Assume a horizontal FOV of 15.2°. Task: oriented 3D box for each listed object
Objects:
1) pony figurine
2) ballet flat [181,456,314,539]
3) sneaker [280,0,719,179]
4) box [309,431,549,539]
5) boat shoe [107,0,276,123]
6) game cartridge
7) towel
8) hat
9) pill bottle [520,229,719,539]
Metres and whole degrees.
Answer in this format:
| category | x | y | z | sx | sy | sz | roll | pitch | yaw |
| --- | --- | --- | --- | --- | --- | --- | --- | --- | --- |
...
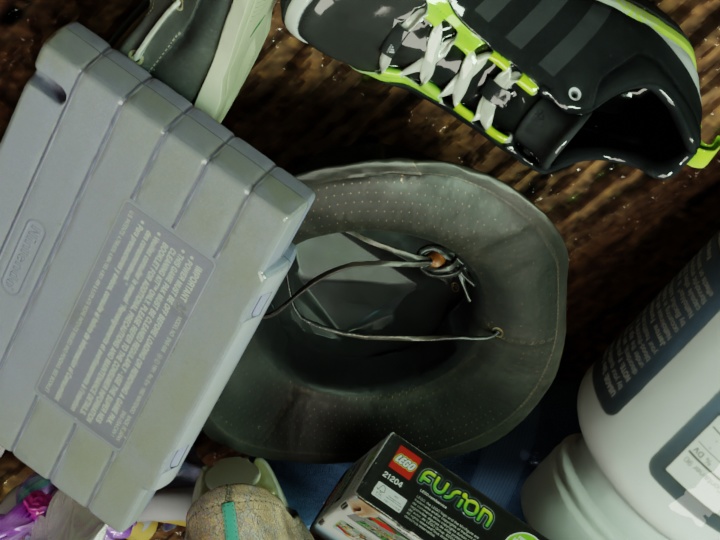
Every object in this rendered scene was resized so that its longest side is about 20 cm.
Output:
| category | x | y | z | sx | sy | sz | roll | pitch | yaw |
| --- | --- | --- | --- | --- | --- | --- | --- | --- | --- |
| pony figurine | -0.159 | 0.128 | 1.303 | 0.199 | 0.166 | 0.194 | 6 | 116 | -47 |
| ballet flat | -0.053 | 0.119 | 1.249 | 0.068 | 0.068 | 0.200 | -11 | 177 | -6 |
| sneaker | 0.065 | -0.085 | 1.098 | 0.199 | 0.083 | 0.072 | 10 | 134 | -26 |
| box | 0.076 | 0.151 | 1.219 | 0.199 | 0.035 | 0.110 | 35 | 163 | -3 |
| boat shoe | -0.059 | -0.128 | 1.076 | 0.067 | 0.072 | 0.200 | 31 | 129 | 2 |
| game cartridge | -0.107 | 0.007 | 1.133 | 0.129 | 0.038 | 0.200 | 33 | 128 | 3 |
| towel | 0.051 | 0.092 | 1.335 | 0.199 | 0.049 | 0.112 | 9 | 137 | -11 |
| hat | 0.000 | 0.000 | 1.216 | 0.199 | 0.081 | 0.201 | -4 | 136 | -4 |
| pill bottle | 0.169 | 0.061 | 1.227 | 0.119 | 0.120 | 0.200 | 28 | 117 | -30 |
